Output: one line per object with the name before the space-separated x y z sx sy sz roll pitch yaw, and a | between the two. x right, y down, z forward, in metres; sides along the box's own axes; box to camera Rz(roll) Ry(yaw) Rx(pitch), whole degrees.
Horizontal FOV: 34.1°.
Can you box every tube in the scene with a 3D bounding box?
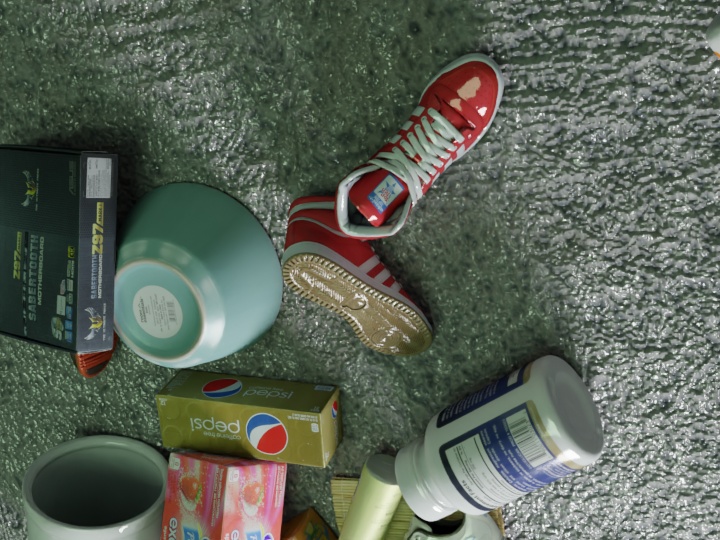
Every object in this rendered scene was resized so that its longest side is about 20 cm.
tube | 0.003 0.295 1.292 0.057 0.052 0.203 15 117 -9

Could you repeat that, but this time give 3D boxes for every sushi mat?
sushi mat | 0.064 0.275 1.301 0.197 0.012 0.097 -1 114 22

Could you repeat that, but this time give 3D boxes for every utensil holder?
utensil holder | -0.304 0.325 1.374 0.167 0.170 0.203 13 118 15

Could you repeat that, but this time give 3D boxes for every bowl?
bowl | -0.190 0.020 1.231 0.197 0.105 0.204 8 115 17

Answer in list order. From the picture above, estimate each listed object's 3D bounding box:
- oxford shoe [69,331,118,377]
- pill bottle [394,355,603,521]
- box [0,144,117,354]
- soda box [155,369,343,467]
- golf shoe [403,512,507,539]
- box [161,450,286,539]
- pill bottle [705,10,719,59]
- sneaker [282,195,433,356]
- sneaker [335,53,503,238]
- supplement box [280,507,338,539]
oxford shoe | -0.315 0.019 1.308 0.072 0.071 0.204 12 111 34
pill bottle | 0.133 0.175 1.174 0.199 0.111 0.112 -32 100 29
box | -0.317 -0.026 1.213 0.156 0.051 0.204 9 98 41
soda box | -0.122 0.161 1.291 0.196 0.064 0.069 4 114 19
golf shoe | 0.065 0.307 1.271 0.198 0.078 0.098 -24 100 19
box | -0.153 0.305 1.292 0.093 0.102 0.204 5 88 37
pill bottle | 0.379 -0.151 0.935 0.200 0.113 0.113 47 120 -5
sneaker | 0.000 0.000 1.181 0.071 0.114 0.199 -32 129 27
sneaker | 0.050 -0.106 1.070 0.071 0.113 0.200 41 121 -2
supplement box | -0.115 0.358 1.375 0.069 0.067 0.199 48 121 -5
